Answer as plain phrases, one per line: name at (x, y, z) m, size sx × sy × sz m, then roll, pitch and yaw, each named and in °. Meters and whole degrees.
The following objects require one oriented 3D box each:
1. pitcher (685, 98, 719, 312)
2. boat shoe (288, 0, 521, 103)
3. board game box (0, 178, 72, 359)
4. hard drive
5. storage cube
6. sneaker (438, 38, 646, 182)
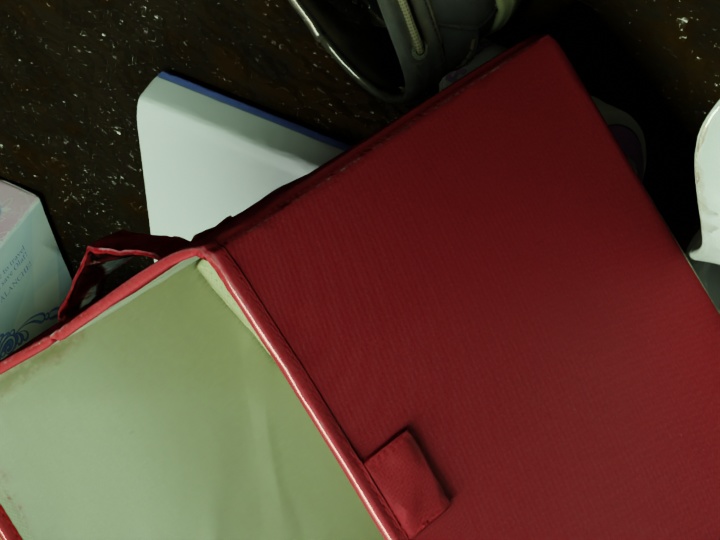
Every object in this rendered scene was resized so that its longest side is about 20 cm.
pitcher at (0.196, 0.022, 0.722) m, size 0.200 × 0.121 × 0.172 m, roll 37°, pitch 161°, yaw 14°
boat shoe at (-0.025, -0.136, 0.732) m, size 0.200 × 0.073 × 0.074 m, roll 44°, pitch 149°, yaw -20°
board game box at (-0.209, 0.088, 1.126) m, size 0.043 × 0.200 × 0.199 m, roll 24°, pitch 150°, yaw 24°
hard drive at (0.000, 0.000, 0.955) m, size 0.199 × 0.025 × 0.132 m, roll 23°, pitch 144°, yaw 18°
storage cube at (0.004, 0.054, 0.734) m, size 0.171 × 0.180 × 0.201 m, roll -28°, pitch 94°, yaw 47°
sneaker at (0.045, -0.002, 0.855) m, size 0.100 × 0.075 × 0.201 m, roll 40°, pitch 135°, yaw 27°
